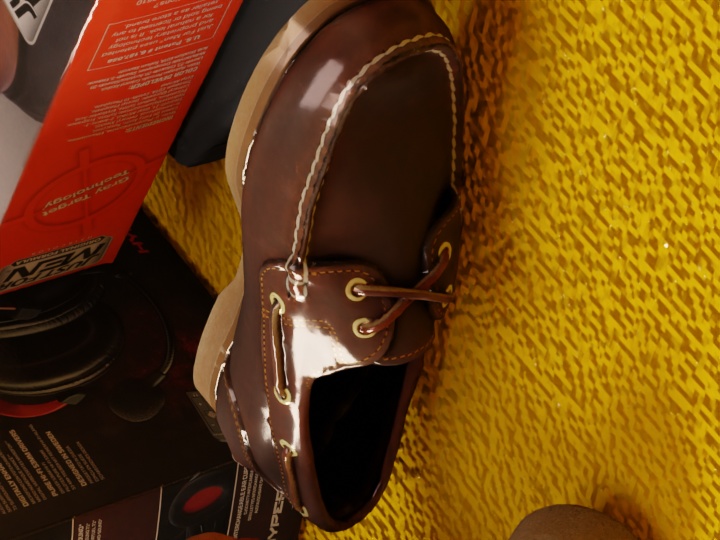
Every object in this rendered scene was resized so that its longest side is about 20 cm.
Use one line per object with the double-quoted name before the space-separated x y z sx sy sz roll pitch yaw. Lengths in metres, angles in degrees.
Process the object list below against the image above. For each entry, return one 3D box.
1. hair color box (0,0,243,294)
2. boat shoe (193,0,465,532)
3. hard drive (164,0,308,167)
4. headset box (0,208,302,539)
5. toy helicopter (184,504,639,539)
"hair color box" -0.099 -0.084 0.841 0.102 0.061 0.200 60 148 19
"boat shoe" 0.000 0.000 0.783 0.070 0.070 0.200 55 153 29
"hard drive" -0.033 -0.129 0.801 0.200 0.033 0.140 -36 74 59
"headset box" -0.138 0.061 0.909 0.149 0.200 0.075 49 143 35
"toy helicopter" 0.010 0.118 0.810 0.132 0.079 0.200 49 131 -3
